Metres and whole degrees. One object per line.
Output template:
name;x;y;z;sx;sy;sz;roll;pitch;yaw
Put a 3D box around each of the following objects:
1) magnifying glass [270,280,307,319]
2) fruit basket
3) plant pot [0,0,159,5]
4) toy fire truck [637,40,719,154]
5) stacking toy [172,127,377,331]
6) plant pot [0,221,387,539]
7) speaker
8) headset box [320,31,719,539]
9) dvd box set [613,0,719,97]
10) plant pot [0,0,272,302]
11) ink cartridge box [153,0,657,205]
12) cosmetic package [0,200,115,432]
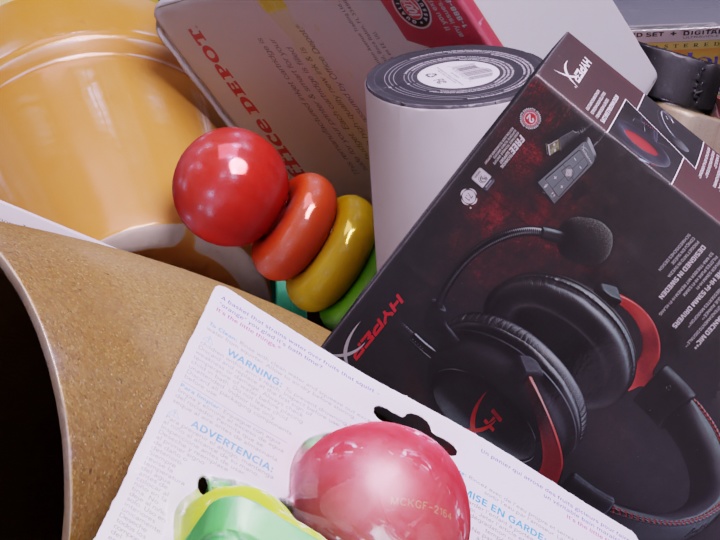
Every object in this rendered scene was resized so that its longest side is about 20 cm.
magnifying glass;-0.046;0.010;1.157;0.022;0.080;0.200;-1;6;-8
fruit basket;0.001;0.110;0.687;0.184;0.094;0.200;30;30;-7
plant pot;-0.227;-0.081;1.288;0.199;0.202;0.189;5;33;24
toy fire truck;0.185;-0.075;1.087;0.199;0.130;0.176;12;9;-28
stacking toy;0.000;0.000;0.980;0.199;0.086;0.085;32;7;-19
plant pot;-0.086;0.074;0.812;0.199;0.188;0.186;2;10;-43
speaker;0.046;0.011;0.905;0.080;0.202;0.081;-3;23;1
headset box;0.107;0.033;0.804;0.200;0.149;0.075;39;24;0
dvd box set;0.176;-0.082;1.222;0.145;0.201;0.030;-2;53;2
plant pot;-0.129;-0.015;1.070;0.198;0.202;0.184;-9;34;-18
ink cartridge box;0.017;-0.109;0.998;0.199;0.146;0.084;-6;39;49
cosmetic package;-0.109;0.032;0.912;0.199;0.083;0.051;24;0;-36
